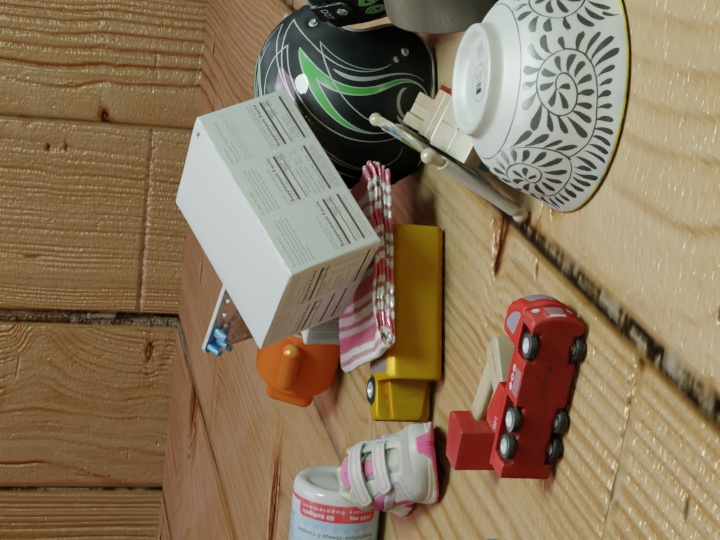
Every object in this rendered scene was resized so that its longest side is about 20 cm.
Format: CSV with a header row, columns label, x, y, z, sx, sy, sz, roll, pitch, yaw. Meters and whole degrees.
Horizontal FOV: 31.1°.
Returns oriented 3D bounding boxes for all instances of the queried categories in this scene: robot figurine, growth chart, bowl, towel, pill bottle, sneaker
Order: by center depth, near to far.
label,x,y,z,sx,sy,sz,roll,pitch,yaw
bowl,0.131,-0.151,1.049,0.200,0.093,0.204,-178,90,-74
growth chart,0.075,-0.101,1.189,0.018,0.144,0.200,-57,23,7
sneaker,0.027,0.217,1.376,0.200,0.087,0.082,121,148,-59
towel,0.000,0.000,1.383,0.146,0.029,0.203,136,135,-67
pill bottle,-0.035,0.344,1.545,0.109,0.107,0.203,-145,59,-72
robot figurine,-0.077,0.085,1.734,0.116,0.143,0.202,40,133,34

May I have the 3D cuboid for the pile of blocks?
label,x,y,z,sx,sy,sz,roll,pitch,yaw
pile of blocks,0.101,-0.138,1.206,0.063,0.081,0.200,-62,13,10

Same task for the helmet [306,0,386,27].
label,x,y,z,sx,sy,sz,roll,pitch,yaw
helmet,0.015,-0.360,1.309,0.189,0.200,0.202,-30,44,18

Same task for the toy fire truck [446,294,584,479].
label,x,y,z,sx,sy,sz,roll,pitch,yaw
toy fire truck,0.128,0.103,1.099,0.141,0.048,0.203,-119,35,-63

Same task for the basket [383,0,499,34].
label,x,y,z,sx,sy,sz,roll,pitch,yaw
basket,0.069,-0.315,1.086,0.135,0.179,0.202,26,135,41

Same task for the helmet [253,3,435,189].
label,x,y,z,sx,sy,sz,roll,pitch,yaw
helmet,-0.026,-0.192,1.448,0.200,0.188,0.203,-178,90,-74

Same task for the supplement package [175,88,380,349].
label,x,y,z,sx,sy,sz,roll,pitch,yaw
supplement package,-0.091,-0.052,1.347,0.201,0.110,0.156,58,151,20

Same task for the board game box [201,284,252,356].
label,x,y,z,sx,sy,sz,roll,pitch,yaw
board game box,-0.115,0.012,1.745,0.026,0.199,0.202,32,115,25

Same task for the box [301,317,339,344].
label,x,y,z,sx,sy,sz,roll,pitch,yaw
box,-0.027,-0.011,1.568,0.201,0.111,0.102,-111,27,-52

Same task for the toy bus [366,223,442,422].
label,x,y,z,sx,sy,sz,roll,pitch,yaw
toy bus,0.049,0.058,1.372,0.078,0.064,0.203,157,116,-71

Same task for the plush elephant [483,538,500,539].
label,x,y,z,sx,sy,sz,roll,pitch,yaw
plush elephant,0.067,0.336,1.078,0.165,0.152,0.203,-124,40,-65
